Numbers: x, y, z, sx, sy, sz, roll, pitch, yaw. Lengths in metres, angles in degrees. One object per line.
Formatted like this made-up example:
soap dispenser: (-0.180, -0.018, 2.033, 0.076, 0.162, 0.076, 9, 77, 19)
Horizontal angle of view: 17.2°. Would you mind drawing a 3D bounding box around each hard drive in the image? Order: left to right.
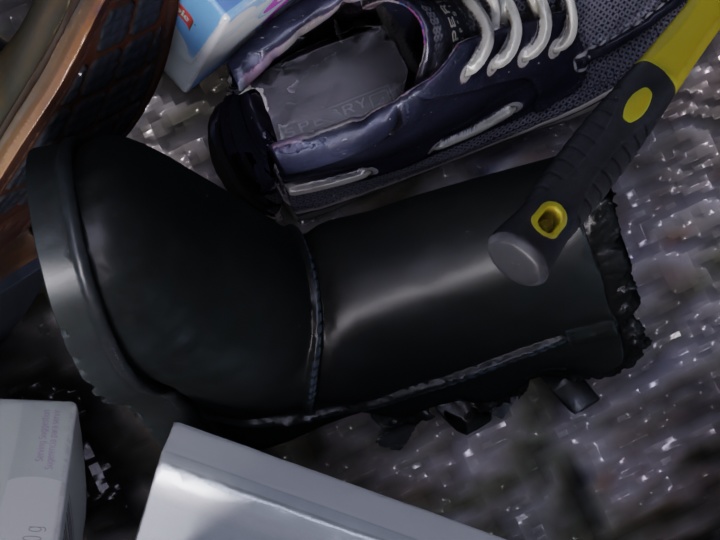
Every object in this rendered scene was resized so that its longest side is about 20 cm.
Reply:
hard drive: (0.019, 0.131, 0.753, 0.199, 0.132, 0.027, 20, 41, 1)

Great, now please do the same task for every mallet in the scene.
mallet: (0.099, -0.055, 0.717, 0.066, 0.041, 0.200, 36, 51, -6)

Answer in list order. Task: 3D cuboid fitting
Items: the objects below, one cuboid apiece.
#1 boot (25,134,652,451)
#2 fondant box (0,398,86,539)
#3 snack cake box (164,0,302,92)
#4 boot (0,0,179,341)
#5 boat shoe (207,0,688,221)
boot: (0.000, 0.001, 0.725, 0.162, 0.198, 0.074, -14, 65, 7)
fondant box: (-0.191, 0.106, 0.737, 0.199, 0.058, 0.145, 1, 41, -1)
snack cake box: (-0.015, -0.165, 0.771, 0.200, 0.067, 0.115, -40, 88, -22)
boot: (-0.130, -0.054, 0.743, 0.097, 0.075, 0.200, 45, 130, 11)
boat shoe: (0.043, -0.079, 0.779, 0.199, 0.093, 0.075, -30, 86, -5)
